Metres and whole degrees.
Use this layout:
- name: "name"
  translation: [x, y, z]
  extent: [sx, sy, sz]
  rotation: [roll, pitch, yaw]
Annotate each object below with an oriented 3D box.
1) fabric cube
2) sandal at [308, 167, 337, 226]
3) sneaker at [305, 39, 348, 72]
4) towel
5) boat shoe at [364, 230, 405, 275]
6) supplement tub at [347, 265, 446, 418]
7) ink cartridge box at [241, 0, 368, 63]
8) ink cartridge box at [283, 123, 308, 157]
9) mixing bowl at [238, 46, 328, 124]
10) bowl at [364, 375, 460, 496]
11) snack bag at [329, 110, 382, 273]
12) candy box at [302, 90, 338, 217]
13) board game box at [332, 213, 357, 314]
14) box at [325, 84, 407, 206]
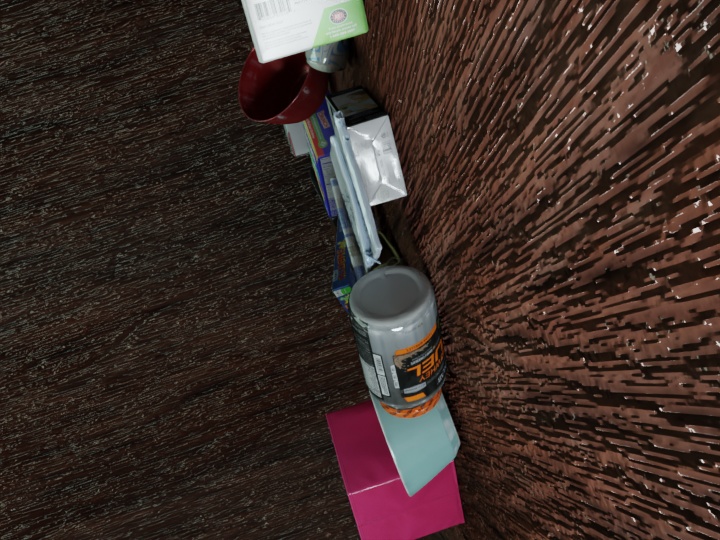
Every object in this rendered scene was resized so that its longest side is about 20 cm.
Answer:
- name: "fabric cube"
  translation: [0.064, 0.367, 1.813]
  extent: [0.198, 0.195, 0.203]
  rotation: [-113, 7, -49]
- name: "sandal"
  translation: [-0.105, -0.230, 3.030]
  extent: [0.203, 0.042, 0.076]
  rotation: [63, -179, 15]
- name: "sneaker"
  translation: [-0.047, -0.343, 1.479]
  extent: [0.200, 0.070, 0.074]
  rotation: [-97, 25, -74]
- name: "towel"
  translation: [0.005, -0.067, 1.704]
  extent: [0.146, 0.023, 0.204]
  rotation: [-3, -103, -68]
- name: "boat shoe"
  translation: [0.036, 0.000, 1.574]
  extent: [0.201, 0.072, 0.064]
  rotation: [-113, 4, -65]
- name: "supplement tub"
  translation: [0.055, 0.104, 1.358]
  extent: [0.124, 0.120, 0.202]
  rotation: [-111, 5, -48]
- name: "ink cartridge box"
  translation: [-0.083, -0.374, 1.170]
  extent: [0.085, 0.143, 0.203]
  rotation: [-110, 6, -55]
- name: "ink cartridge box"
  translation: [-0.190, -0.435, 3.019]
  extent: [0.200, 0.081, 0.149]
  rotation: [-127, 20, -79]
- name: "mixing bowl"
  translation: [-0.134, -0.367, 1.917]
  extent: [0.108, 0.199, 0.203]
  rotation: [24, -143, -46]
- name: "bowl"
  translation: [0.086, 0.230, 1.502]
  extent: [0.201, 0.103, 0.204]
  rotation: [-22, -89, -89]
- name: "snack bag"
  translation: [-0.009, -0.097, 1.298]
  extent: [0.200, 0.021, 0.192]
  rotation: [116, 138, -84]
- name: "candy box"
  translation: [-0.065, -0.240, 2.018]
  extent: [0.202, 0.075, 0.171]
  rotation: [81, 172, -56]
- name: "board game box"
  translation: [0.000, 0.000, 1.723]
  extent: [0.136, 0.034, 0.202]
  rotation: [56, -154, -38]
- name: "box"
  translation: [0.005, -0.177, 1.361]
  extent: [0.201, 0.059, 0.119]
  rotation: [-114, 8, -65]
